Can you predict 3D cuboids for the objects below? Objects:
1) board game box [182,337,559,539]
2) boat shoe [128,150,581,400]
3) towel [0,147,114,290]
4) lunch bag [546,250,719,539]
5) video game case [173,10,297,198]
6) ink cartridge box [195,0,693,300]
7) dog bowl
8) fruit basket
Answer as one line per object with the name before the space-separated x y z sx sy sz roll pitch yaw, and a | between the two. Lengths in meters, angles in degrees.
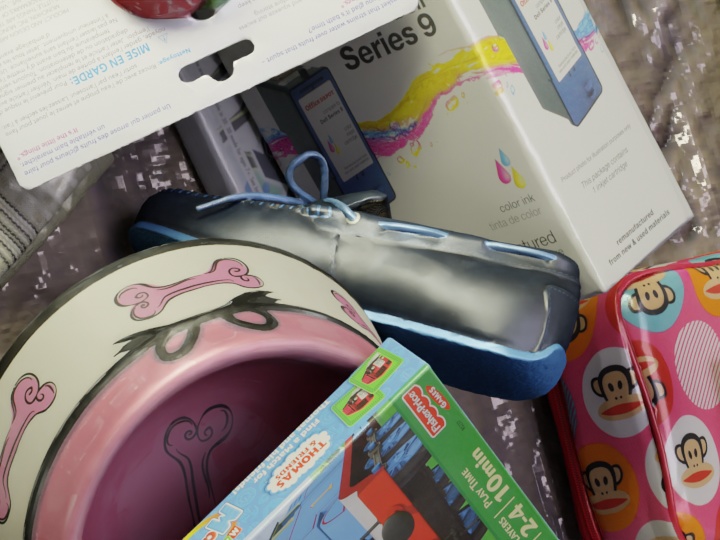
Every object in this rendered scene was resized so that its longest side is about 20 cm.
board game box | -0.015 0.148 1.010 0.200 0.037 0.151 -43 124 -9
boat shoe | 0.000 0.000 1.129 0.199 0.084 0.069 19 66 11
towel | -0.200 -0.062 1.044 0.193 0.034 0.200 51 46 -19
lunch bag | 0.187 0.079 1.341 0.200 0.082 0.177 -9 83 -46
video game case | -0.019 -0.087 1.240 0.182 0.022 0.201 -32 98 -46
ink cartridge box | 0.034 -0.076 1.168 0.087 0.145 0.200 -36 103 -45
dog bowl | -0.056 0.093 1.033 0.200 0.074 0.201 -11 113 -26
fruit basket | -0.100 -0.158 1.076 0.185 0.094 0.200 -27 91 -11
